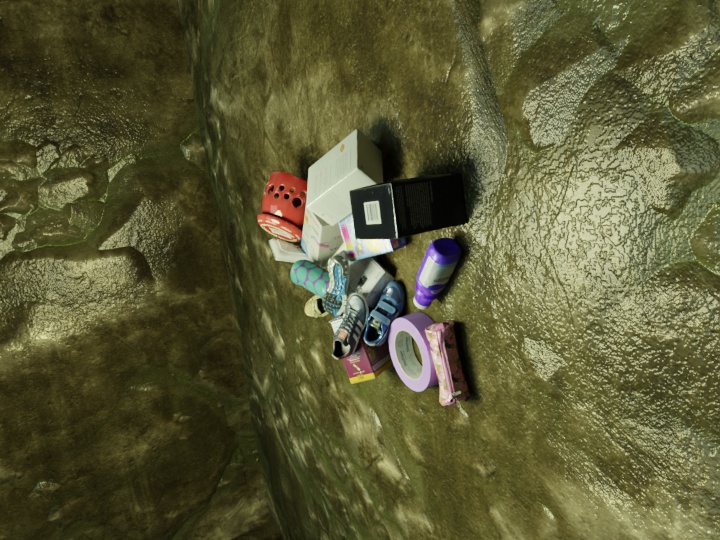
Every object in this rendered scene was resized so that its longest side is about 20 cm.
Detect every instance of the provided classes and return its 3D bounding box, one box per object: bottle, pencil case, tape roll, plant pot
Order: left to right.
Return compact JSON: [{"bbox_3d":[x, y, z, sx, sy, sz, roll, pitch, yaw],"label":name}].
[{"bbox_3d":[-0.248,-0.212,1.791,0.199,0.197,0.187,-4,62,62],"label":"plant pot"},{"bbox_3d":[-0.133,0.035,1.634,0.198,0.084,0.094,28,145,43],"label":"pencil case"},{"bbox_3d":[0.155,0.222,1.433,0.199,0.064,0.206,35,132,51],"label":"tape roll"},{"bbox_3d":[0.178,0.013,1.274,0.066,0.082,0.203,55,145,32],"label":"bottle"},{"bbox_3d":[0.215,0.228,1.303,0.086,0.081,0.206,-10,93,61],"label":"pencil case"}]

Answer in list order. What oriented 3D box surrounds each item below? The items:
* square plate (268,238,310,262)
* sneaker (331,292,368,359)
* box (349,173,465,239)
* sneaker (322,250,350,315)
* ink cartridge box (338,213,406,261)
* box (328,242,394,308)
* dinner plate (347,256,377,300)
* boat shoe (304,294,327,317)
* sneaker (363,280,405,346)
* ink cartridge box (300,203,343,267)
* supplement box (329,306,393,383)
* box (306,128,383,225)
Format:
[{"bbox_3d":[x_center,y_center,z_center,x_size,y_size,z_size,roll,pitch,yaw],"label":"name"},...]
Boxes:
[{"bbox_3d":[-0.213,-0.071,1.822,0.199,0.194,0.029,-127,46,-62],"label":"square plate"},{"bbox_3d":[-0.034,0.164,1.480,0.073,0.084,0.206,21,111,24],"label":"sneaker"},{"bbox_3d":[0.105,-0.149,1.216,0.198,0.194,0.127,6,106,60],"label":"box"},{"bbox_3d":[-0.059,0.035,1.518,0.073,0.087,0.205,16,117,8],"label":"sneaker"},{"bbox_3d":[0.041,-0.114,1.433,0.196,0.076,0.140,-13,98,40],"label":"ink cartridge box"},{"bbox_3d":[0.000,0.000,1.562,0.118,0.060,0.200,-52,51,9],"label":"box"},{"bbox_3d":[-0.019,0.027,1.619,0.196,0.024,0.206,-14,64,31],"label":"dinner plate"},{"bbox_3d":[-0.119,0.111,1.718,0.197,0.063,0.075,-16,94,36],"label":"boat shoe"},{"bbox_3d":[0.067,0.128,1.485,0.073,0.082,0.205,25,103,22],"label":"sneaker"},{"bbox_3d":[-0.109,-0.135,1.706,0.129,0.122,0.204,52,145,37],"label":"ink cartridge box"},{"bbox_3d":[0.005,0.221,1.598,0.101,0.130,0.205,-19,90,36],"label":"supplement box"},{"bbox_3d":[-0.043,-0.248,1.415,0.198,0.105,0.156,-30,45,33],"label":"box"}]
